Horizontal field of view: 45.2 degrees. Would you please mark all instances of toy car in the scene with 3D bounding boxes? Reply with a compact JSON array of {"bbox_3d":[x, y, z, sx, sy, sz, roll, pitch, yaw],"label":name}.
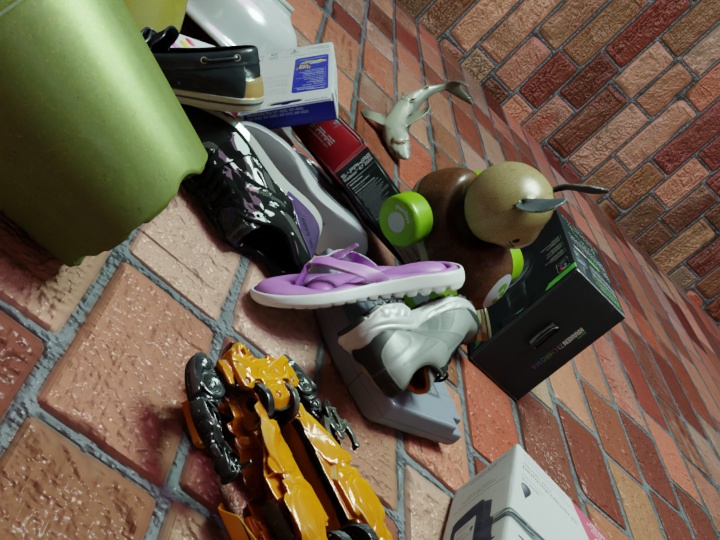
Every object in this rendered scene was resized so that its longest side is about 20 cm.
[{"bbox_3d":[0.152,-0.047,0.893,0.164,0.199,0.159,-21,93,-45],"label":"toy car"}]

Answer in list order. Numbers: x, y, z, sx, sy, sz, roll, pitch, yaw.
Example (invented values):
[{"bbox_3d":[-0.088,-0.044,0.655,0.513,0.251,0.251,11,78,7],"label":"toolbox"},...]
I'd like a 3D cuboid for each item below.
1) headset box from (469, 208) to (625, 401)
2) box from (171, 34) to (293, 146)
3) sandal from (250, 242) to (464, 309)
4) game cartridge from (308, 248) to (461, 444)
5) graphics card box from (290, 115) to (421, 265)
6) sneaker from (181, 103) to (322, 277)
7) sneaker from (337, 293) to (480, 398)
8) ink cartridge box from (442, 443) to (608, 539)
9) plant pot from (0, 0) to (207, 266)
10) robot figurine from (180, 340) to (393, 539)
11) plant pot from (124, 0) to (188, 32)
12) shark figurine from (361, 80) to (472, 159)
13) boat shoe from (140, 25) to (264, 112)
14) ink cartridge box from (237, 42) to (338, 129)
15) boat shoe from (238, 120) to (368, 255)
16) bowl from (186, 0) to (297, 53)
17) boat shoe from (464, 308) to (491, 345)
[{"bbox_3d":[0.226,0.043,1.100,0.093,0.174,0.200,42,23,-16],"label":"headset box"},{"bbox_3d":[-0.173,-0.187,0.916,0.156,0.041,0.200,54,20,15],"label":"box"},{"bbox_3d":[-0.003,-0.001,0.778,0.201,0.050,0.082,-5,10,-22],"label":"sandal"},{"bbox_3d":[0.018,0.071,0.839,0.133,0.042,0.201,22,32,-41],"label":"game cartridge"},{"bbox_3d":[0.008,-0.093,0.985,0.200,0.051,0.126,49,1,-45],"label":"graphics card box"},{"bbox_3d":[-0.114,-0.071,0.786,0.200,0.076,0.088,40,28,-20],"label":"sneaker"},{"bbox_3d":[0.054,0.071,0.780,0.200,0.074,0.080,-6,65,-57],"label":"sneaker"},{"bbox_3d":[0.135,0.252,0.675,0.145,0.084,0.200,46,21,-2],"label":"ink cartridge box"},{"bbox_3d":[-0.203,-0.110,0.559,0.190,0.199,0.200,54,18,-20],"label":"plant pot"},{"bbox_3d":[-0.048,0.136,0.561,0.145,0.058,0.201,12,41,-57],"label":"robot figurine"},{"bbox_3d":[-0.239,-0.336,0.838,0.199,0.143,0.200,29,16,-9],"label":"plant pot"},{"bbox_3d":[0.090,-0.258,1.479,0.128,0.215,0.090,26,-32,28],"label":"shark figurine"},{"bbox_3d":[-0.181,-0.186,0.763,0.198,0.063,0.075,9,23,0],"label":"boat shoe"},{"bbox_3d":[-0.074,-0.193,0.930,0.200,0.099,0.039,-91,173,-60],"label":"ink cartridge box"},{"bbox_3d":[-0.066,-0.088,0.905,0.200,0.072,0.068,40,23,-26],"label":"boat shoe"},{"bbox_3d":[-0.148,-0.330,1.099,0.201,0.090,0.201,41,10,-9],"label":"bowl"},{"bbox_3d":[0.099,0.007,1.052,0.072,0.067,0.201,73,1,-49],"label":"boat shoe"}]
